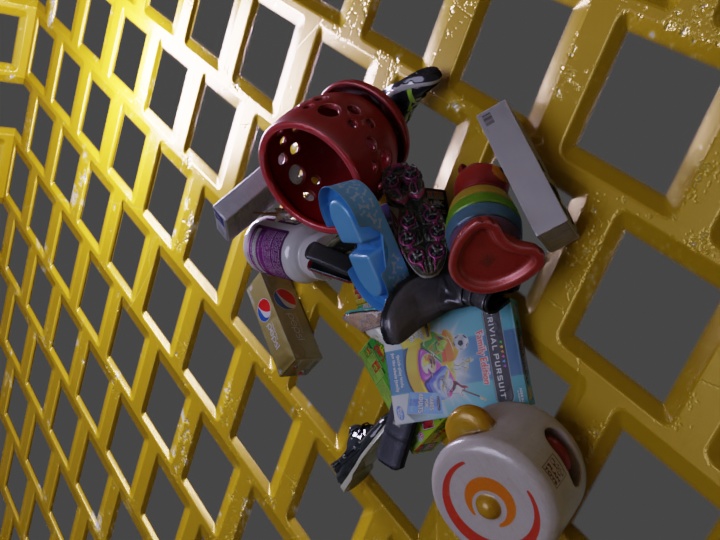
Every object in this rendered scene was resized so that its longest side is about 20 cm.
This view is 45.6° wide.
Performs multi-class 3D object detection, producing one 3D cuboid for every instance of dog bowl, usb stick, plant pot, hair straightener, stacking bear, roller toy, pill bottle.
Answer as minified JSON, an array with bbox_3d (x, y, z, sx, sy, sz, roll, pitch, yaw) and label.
[{"bbox_3d":[0.009,-0.039,1.237,0.111,0.049,0.201,6,123,64],"label":"dog bowl"},{"bbox_3d":[0.070,0.214,1.327,0.055,0.032,0.201,30,111,42],"label":"usb stick"},{"bbox_3d":[-0.029,-0.186,1.350,0.200,0.182,0.201,25,139,25],"label":"plant pot"},{"bbox_3d":[0.000,0.000,1.329,0.199,0.041,0.077,24,153,21],"label":"hair straightener"},{"bbox_3d":[0.171,-0.075,1.186,0.114,0.121,0.201,-46,26,35],"label":"stacking bear"},{"bbox_3d":[0.193,0.278,1.129,0.182,0.140,0.201,19,119,27],"label":"roller toy"},{"bbox_3d":[-0.119,-0.036,1.569,0.199,0.112,0.113,14,100,50],"label":"pill bottle"}]

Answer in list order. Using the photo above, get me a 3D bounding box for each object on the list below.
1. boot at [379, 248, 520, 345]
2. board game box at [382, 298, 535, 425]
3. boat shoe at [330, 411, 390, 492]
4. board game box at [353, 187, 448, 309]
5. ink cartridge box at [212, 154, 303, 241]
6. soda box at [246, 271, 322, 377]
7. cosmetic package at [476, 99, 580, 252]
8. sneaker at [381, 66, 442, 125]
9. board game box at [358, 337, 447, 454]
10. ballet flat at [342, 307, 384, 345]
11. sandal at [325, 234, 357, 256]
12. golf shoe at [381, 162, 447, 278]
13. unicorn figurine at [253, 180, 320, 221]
[{"bbox_3d":[0.128,0.039,1.194,0.131,0.200,0.070,14,139,43],"label":"boot"},{"bbox_3d":[0.138,0.133,1.240,0.199,0.047,0.152,-13,79,20],"label":"board game box"},{"bbox_3d":[0.003,0.293,1.450,0.066,0.074,0.200,49,135,24],"label":"boat shoe"},{"bbox_3d":[0.064,-0.027,1.392,0.200,0.056,0.166,-19,76,49],"label":"board game box"},{"bbox_3d":[-0.172,-0.142,1.521,0.041,0.200,0.200,50,169,2],"label":"ink cartridge box"},{"bbox_3d":[-0.147,0.101,1.636,0.064,0.067,0.201,-49,55,38],"label":"soda box"},{"bbox_3d":[0.229,-0.129,1.167,0.050,0.082,0.201,-28,66,14],"label":"cosmetic package"},{"bbox_3d":[0.068,-0.265,1.399,0.199,0.072,0.083,-18,104,48],"label":"sneaker"},{"bbox_3d":[0.079,0.180,1.378,0.102,0.047,0.201,-54,52,34],"label":"board game box"},{"bbox_3d":[0.063,0.084,1.335,0.199,0.068,0.068,-10,78,25],"label":"ballet flat"},{"bbox_3d":[-0.013,-0.039,1.390,0.201,0.080,0.058,-17,39,56],"label":"sandal"},{"bbox_3d":[0.085,-0.063,1.257,0.092,0.072,0.201,75,-179,-52],"label":"golf shoe"},{"bbox_3d":[-0.067,-0.129,1.507,0.137,0.074,0.200,20,61,46],"label":"unicorn figurine"}]
